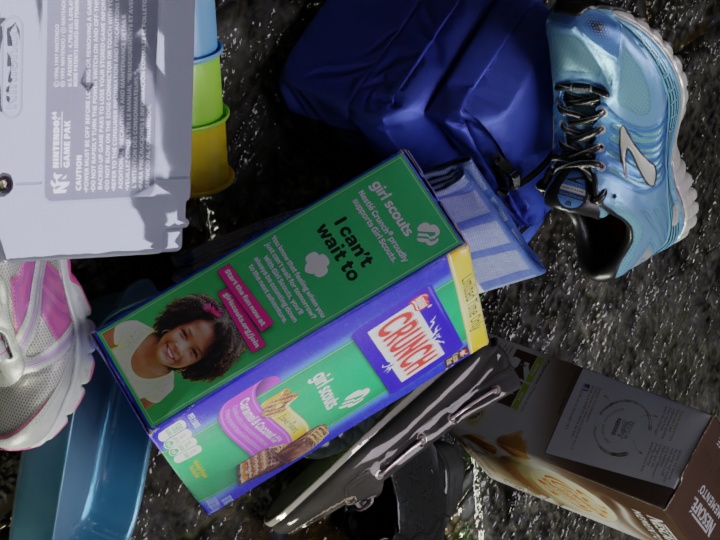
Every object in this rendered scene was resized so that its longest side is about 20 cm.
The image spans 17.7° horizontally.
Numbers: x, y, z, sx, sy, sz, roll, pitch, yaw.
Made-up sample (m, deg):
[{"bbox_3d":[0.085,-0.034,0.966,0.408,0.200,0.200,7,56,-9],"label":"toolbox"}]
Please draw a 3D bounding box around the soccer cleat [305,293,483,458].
[{"bbox_3d":[0.017,0.050,1.525,0.068,0.081,0.200,52,47,-8],"label":"soccer cleat"}]

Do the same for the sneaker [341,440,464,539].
[{"bbox_3d":[0.022,0.189,1.642,0.104,0.060,0.200,-4,104,-54],"label":"sneaker"}]

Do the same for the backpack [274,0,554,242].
[{"bbox_3d":[0.065,-0.094,1.466,0.163,0.168,0.200,-52,142,-14],"label":"backpack"}]

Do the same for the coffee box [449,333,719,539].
[{"bbox_3d":[0.173,0.130,1.690,0.080,0.200,0.114,-60,144,-14],"label":"coffee box"}]

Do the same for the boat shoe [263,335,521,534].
[{"bbox_3d":[0.025,0.119,1.552,0.200,0.067,0.057,-42,97,-7],"label":"boat shoe"}]

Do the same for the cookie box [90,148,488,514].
[{"bbox_3d":[-0.033,0.038,1.304,0.200,0.075,0.171,-32,159,-5],"label":"cookie box"}]

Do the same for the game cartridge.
[{"bbox_3d":[-0.147,-0.106,1.180,0.133,0.040,0.200,-4,100,-41],"label":"game cartridge"}]

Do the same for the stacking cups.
[{"bbox_3d":[-0.100,-0.142,1.305,0.060,0.060,0.200,-26,126,-45],"label":"stacking cups"}]

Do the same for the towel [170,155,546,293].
[{"bbox_3d":[0.000,0.000,1.425,0.147,0.200,0.024,51,25,-53],"label":"towel"}]

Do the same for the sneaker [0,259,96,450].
[{"bbox_3d":[-0.199,0.004,1.238,0.088,0.081,0.200,-14,112,-45],"label":"sneaker"}]

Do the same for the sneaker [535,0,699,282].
[{"bbox_3d":[0.146,-0.073,1.372,0.090,0.078,0.200,-44,132,-29],"label":"sneaker"}]

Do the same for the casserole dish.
[{"bbox_3d":[-0.159,0.097,1.340,0.121,0.039,0.200,-26,129,-67],"label":"casserole dish"}]
